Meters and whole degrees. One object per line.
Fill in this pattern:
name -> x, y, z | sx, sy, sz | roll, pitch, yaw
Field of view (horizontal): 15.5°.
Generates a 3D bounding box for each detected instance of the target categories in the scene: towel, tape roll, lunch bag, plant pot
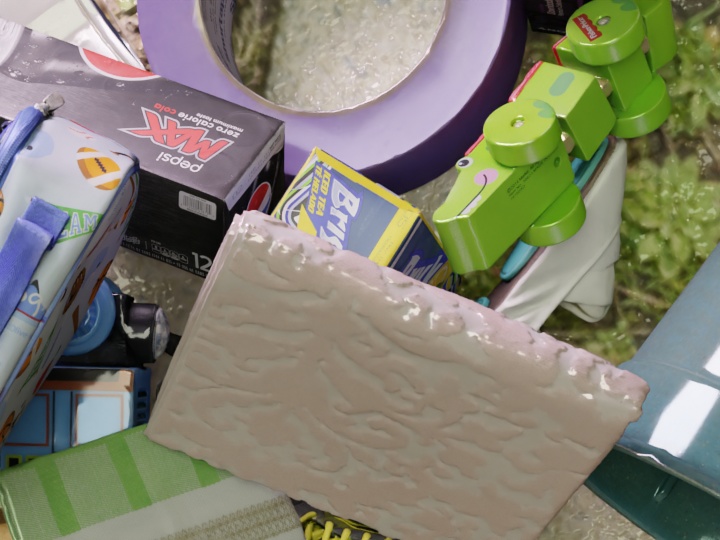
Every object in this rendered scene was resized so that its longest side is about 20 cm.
towel -> 0.011, 0.061, 1.232 | 0.199, 0.191, 0.032 | 22, 56, -5
tape roll -> -0.013, -0.140, 1.410 | 0.199, 0.085, 0.201 | -1, 81, 8
lunch bag -> -0.170, 0.014, 1.230 | 0.075, 0.160, 0.201 | 27, 92, -2
plant pot -> 0.228, 0.053, 1.293 | 0.200, 0.200, 0.196 | 31, 78, 13
towel -> -0.085, 0.172, 1.290 | 0.149, 0.031, 0.201 | -15, 79, -30

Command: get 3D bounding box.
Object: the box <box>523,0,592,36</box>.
box -> 0.111, -0.209, 1.341 | 0.036, 0.200, 0.144 | 12, 84, 7

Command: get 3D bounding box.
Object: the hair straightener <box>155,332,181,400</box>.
hair straightener -> -0.058, 0.072, 1.371 | 0.200, 0.041, 0.077 | 26, 46, 29

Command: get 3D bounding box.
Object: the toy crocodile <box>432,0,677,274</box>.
toy crocodile -> 0.099, -0.077, 1.330 | 0.062, 0.068, 0.200 | 18, 57, 40

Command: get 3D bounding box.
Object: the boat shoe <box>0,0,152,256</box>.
boat shoe -> -0.146, -0.092, 1.435 | 0.075, 0.062, 0.200 | -37, 75, 4

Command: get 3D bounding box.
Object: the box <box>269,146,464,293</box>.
box -> 0.000, 0.000, 1.325 | 0.064, 0.200, 0.070 | 32, 87, 12

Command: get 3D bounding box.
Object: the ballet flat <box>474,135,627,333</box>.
ballet flat -> 0.090, 0.022, 1.383 | 0.069, 0.069, 0.200 | 39, 93, 13

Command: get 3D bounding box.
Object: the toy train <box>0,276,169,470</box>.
toy train -> -0.198, 0.055, 1.352 | 0.199, 0.087, 0.115 | 1, 87, 2

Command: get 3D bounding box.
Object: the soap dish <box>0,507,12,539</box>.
soap dish -> -0.167, 0.196, 1.382 | 0.199, 0.081, 0.158 | -15, 79, 6

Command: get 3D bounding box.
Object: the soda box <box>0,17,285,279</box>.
soda box -> -0.139, -0.066, 1.352 | 0.199, 0.063, 0.071 | 21, 49, 17

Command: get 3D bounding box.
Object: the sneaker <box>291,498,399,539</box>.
sneaker -> 0.003, 0.154, 1.351 | 0.200, 0.085, 0.075 | 33, 60, 7
